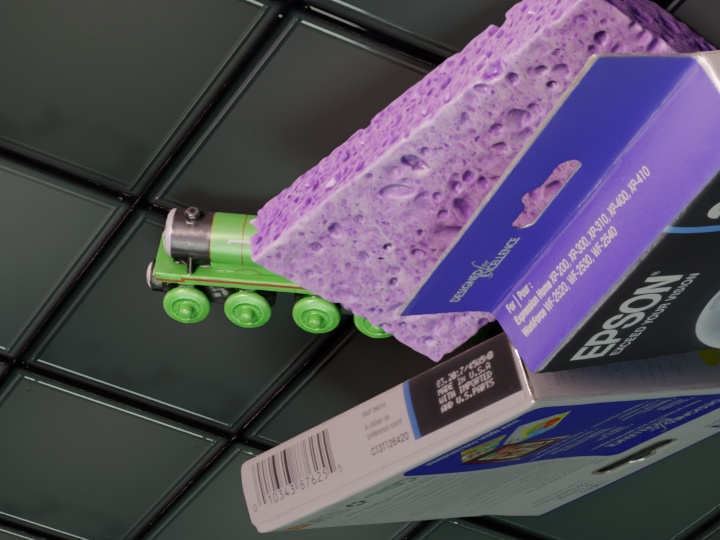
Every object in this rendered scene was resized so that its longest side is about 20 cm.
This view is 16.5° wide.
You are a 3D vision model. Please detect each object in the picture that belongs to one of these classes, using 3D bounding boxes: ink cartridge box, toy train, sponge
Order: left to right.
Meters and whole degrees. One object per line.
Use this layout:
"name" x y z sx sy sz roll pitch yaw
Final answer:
"toy train" 0.000 0.000 1.130 0.199 0.042 0.057 5 136 4
"sponge" 0.059 -0.041 1.033 0.111 0.030 0.200 31 127 -32
"ink cartridge box" 0.079 0.076 1.194 0.199 0.047 0.197 -2 159 -44
"ink cartridge box" 0.140 -0.024 0.999 0.199 0.044 0.198 -6 153 -27
